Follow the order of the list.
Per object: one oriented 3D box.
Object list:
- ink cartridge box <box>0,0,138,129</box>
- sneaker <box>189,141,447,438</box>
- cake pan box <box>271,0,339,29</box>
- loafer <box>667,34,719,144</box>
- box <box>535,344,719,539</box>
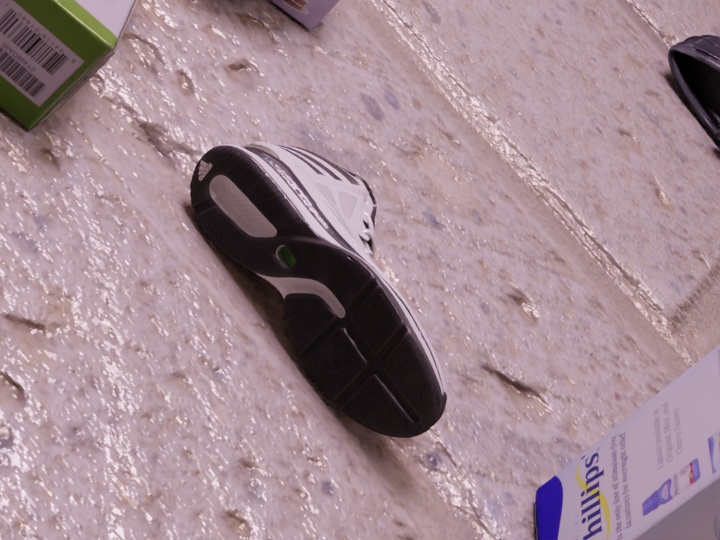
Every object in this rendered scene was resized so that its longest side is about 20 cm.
[{"bbox_3d":[-0.193,-0.195,1.194,0.148,0.076,0.201,41,29,-18],"label":"ink cartridge box"},{"bbox_3d":[0.000,0.000,1.221,0.201,0.076,0.115,51,31,12],"label":"sneaker"},{"bbox_3d":[-0.088,-0.282,1.470,0.199,0.052,0.185,34,30,-22],"label":"cake pan box"},{"bbox_3d":[0.332,-0.120,1.816,0.070,0.068,0.201,-9,56,-47],"label":"loafer"},{"bbox_3d":[0.231,0.151,1.215,0.183,0.200,0.105,34,33,-22],"label":"box"}]
